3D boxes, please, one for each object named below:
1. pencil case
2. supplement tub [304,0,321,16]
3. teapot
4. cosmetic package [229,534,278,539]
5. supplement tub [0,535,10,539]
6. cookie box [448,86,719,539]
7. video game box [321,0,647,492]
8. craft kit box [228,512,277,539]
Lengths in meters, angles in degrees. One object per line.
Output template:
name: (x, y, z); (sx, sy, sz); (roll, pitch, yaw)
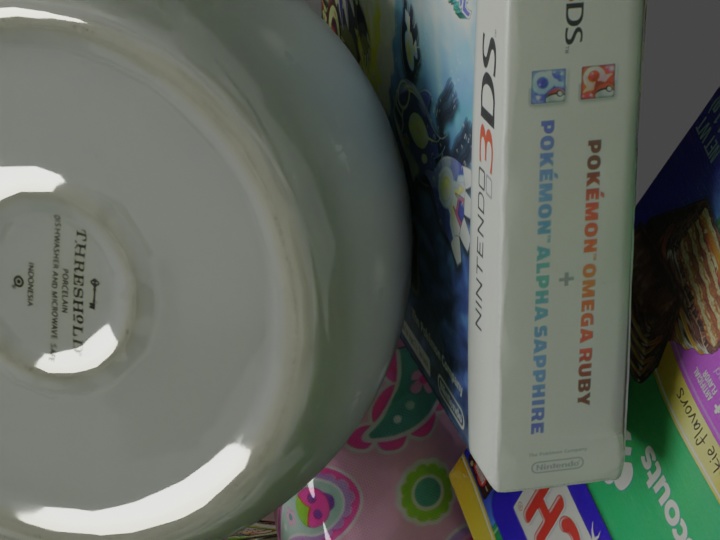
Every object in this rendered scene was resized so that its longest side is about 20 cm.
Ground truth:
pencil case: (0.019, 0.109, 1.000); (0.087, 0.087, 0.202); (-5, 97, 60)
supplement tub: (-0.119, -0.104, 1.041); (0.199, 0.145, 0.146); (-10, 84, 39)
teapot: (-0.063, -0.015, 0.898); (0.200, 0.146, 0.198); (-41, 90, 27)
cosmetic package: (-0.064, 0.078, 1.191); (0.200, 0.073, 0.104); (53, 135, 45)
supplement tub: (-0.154, 0.047, 1.059); (0.199, 0.140, 0.141); (-13, 81, 48)
cookie box: (0.120, 0.071, 0.870); (0.200, 0.075, 0.172); (-59, 44, 45)
video game box: (0.031, -0.061, 0.883); (0.200, 0.046, 0.183); (-123, 32, -61)
craft kit box: (-0.085, 0.009, 1.130); (0.197, 0.048, 0.202); (-14, 70, 46)
